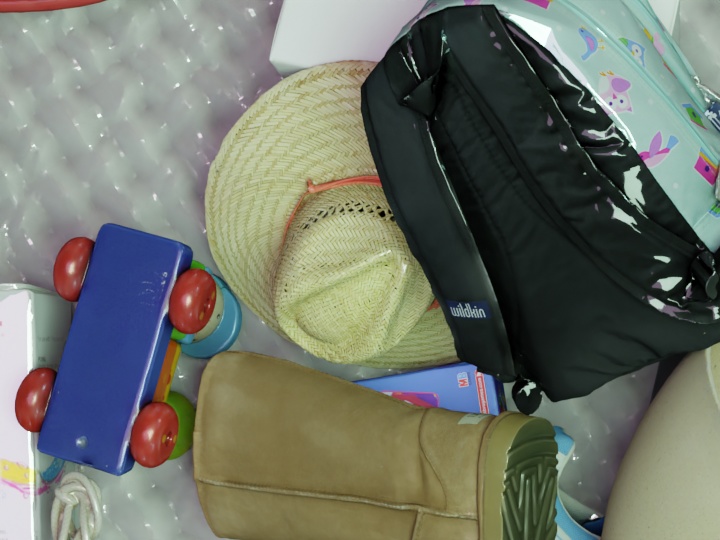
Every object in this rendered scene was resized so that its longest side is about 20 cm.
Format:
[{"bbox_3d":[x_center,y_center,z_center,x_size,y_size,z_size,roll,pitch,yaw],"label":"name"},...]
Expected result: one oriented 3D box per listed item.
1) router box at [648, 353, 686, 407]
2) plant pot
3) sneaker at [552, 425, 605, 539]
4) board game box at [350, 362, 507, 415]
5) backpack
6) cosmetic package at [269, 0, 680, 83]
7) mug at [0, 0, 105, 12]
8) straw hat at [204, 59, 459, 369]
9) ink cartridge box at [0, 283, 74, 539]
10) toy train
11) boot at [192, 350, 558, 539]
[{"bbox_3d":[0.234,0.051,1.256,0.156,0.052,0.202,13,90,10],"label":"router box"},{"bbox_3d":[0.189,0.141,1.151,0.134,0.200,0.201,-44,82,26],"label":"plant pot"},{"bbox_3d":[0.126,0.169,1.235,0.072,0.072,0.201,-32,108,6],"label":"sneaker"},{"bbox_3d":[0.022,0.156,1.289,0.133,0.045,0.202,-9,86,9],"label":"board game box"},{"bbox_3d":[0.094,-0.053,1.134,0.166,0.127,0.201,-28,103,37],"label":"backpack"},{"bbox_3d":[0.062,-0.116,1.263,0.198,0.108,0.086,12,84,10],"label":"cosmetic package"},{"bbox_3d":[-0.202,-0.215,1.295,0.200,0.133,0.178,-38,65,9],"label":"mug"},{"bbox_3d":[0.000,0.000,1.230,0.199,0.085,0.202,9,127,13],"label":"straw hat"},{"bbox_3d":[-0.232,0.111,1.311,0.146,0.086,0.202,-1,86,9],"label":"ink cartridge box"},{"bbox_3d":[-0.123,0.084,1.276,0.084,0.116,0.201,14,87,19],"label":"toy train"},{"bbox_3d":[0.004,0.137,1.207,0.199,0.066,0.177,7,92,38],"label":"boot"}]
